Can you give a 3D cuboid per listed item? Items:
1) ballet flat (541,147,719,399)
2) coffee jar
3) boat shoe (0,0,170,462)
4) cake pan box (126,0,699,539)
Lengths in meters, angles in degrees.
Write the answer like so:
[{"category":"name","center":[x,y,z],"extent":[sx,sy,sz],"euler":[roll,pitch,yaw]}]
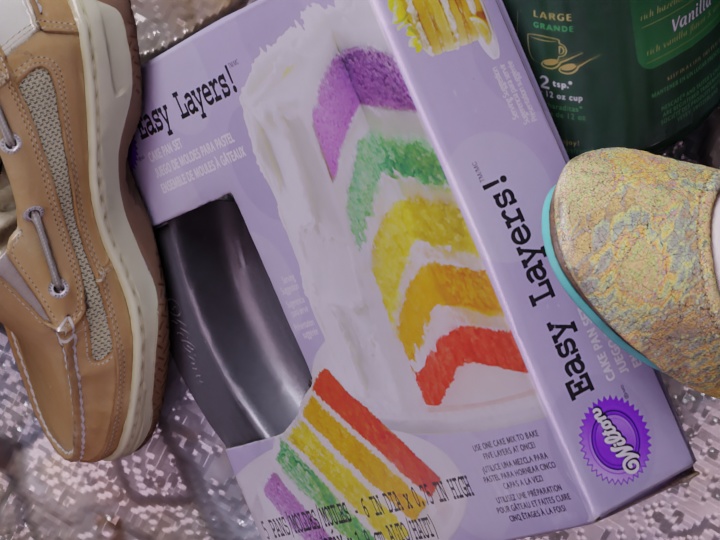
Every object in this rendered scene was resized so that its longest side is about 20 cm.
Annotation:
[{"category":"ballet flat","center":[0.131,0.012,0.815],"extent":[0.070,0.200,0.071],"euler":[-20,54,31]},{"category":"coffee jar","center":[0.058,-0.138,0.817],"extent":[0.104,0.085,0.201],"euler":[24,133,36]},{"category":"boat shoe","center":[-0.114,-0.014,0.906],"extent":[0.072,0.076,0.201],"euler":[30,135,43]},{"category":"cake pan box","center":[0.000,0.000,0.869],"extent":[0.200,0.052,0.185],"euler":[-17,95,57]}]
